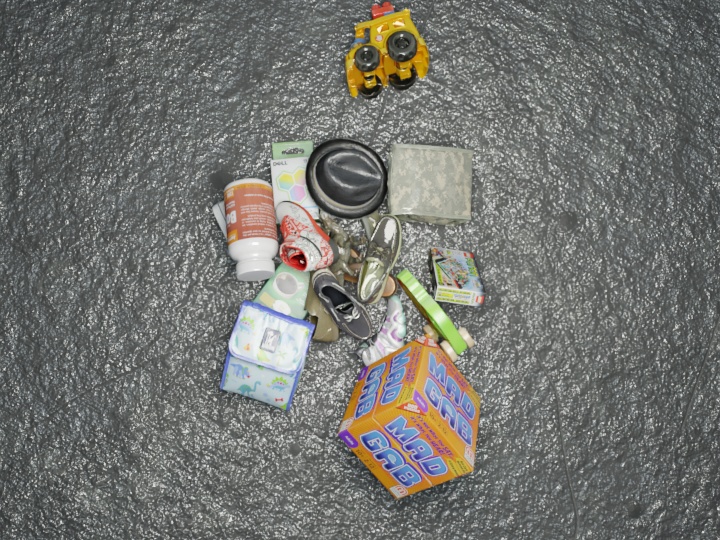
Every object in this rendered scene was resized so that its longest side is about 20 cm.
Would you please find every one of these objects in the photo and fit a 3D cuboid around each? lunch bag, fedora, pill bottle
[{"bbox_3d":[0.150,-0.195,1.351,0.195,0.117,0.169,4,85,-17],"label":"lunch bag"},{"bbox_3d":[-0.022,-0.208,1.295,0.195,0.091,0.206,1,88,-14],"label":"fedora"},{"bbox_3d":[-0.201,0.180,1.287,0.166,0.128,0.204,18,110,-2],"label":"lunch bag"},{"bbox_3d":[-0.237,-0.086,1.282,0.109,0.112,0.205,-7,75,-3],"label":"pill bottle"}]

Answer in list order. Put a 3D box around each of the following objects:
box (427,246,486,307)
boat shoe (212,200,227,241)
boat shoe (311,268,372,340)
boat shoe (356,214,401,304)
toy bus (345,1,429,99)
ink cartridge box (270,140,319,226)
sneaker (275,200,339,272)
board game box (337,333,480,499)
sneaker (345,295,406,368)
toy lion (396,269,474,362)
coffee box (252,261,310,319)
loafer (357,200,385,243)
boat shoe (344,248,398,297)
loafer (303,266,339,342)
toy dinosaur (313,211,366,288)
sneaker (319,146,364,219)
[{"bbox_3d":[0.211,0.010,1.314,0.107,0.201,0.035,8,117,-2],"label":"box"},{"bbox_3d":[-0.271,-0.076,1.363,0.065,0.072,0.203,-29,79,0],"label":"boat shoe"},{"bbox_3d":[-0.035,0.087,1.265,0.072,0.063,0.201,-36,116,3],"label":"boat shoe"},{"bbox_3d":[0.040,-0.022,1.284,0.070,0.066,0.206,19,96,11],"label":"boat shoe"},{"bbox_3d":[0.044,-0.531,1.387,0.195,0.136,0.196,-17,73,-1],"label":"toy bus"},{"bbox_3d":[-0.154,-0.210,1.380,0.101,0.059,0.206,-5,85,-1],"label":"ink cartridge box"},{"bbox_3d":[-0.143,-0.075,1.260,0.201,0.107,0.068,44,129,23],"label":"sneaker"},{"bbox_3d":[0.108,0.301,1.220,0.198,0.201,0.201,-32,107,31],"label":"board game box"},{"bbox_3d":[0.034,0.161,1.349,0.136,0.078,0.206,-1,85,-3],"label":"sneaker"},{"bbox_3d":[0.151,0.086,1.306,0.068,0.200,0.193,-36,106,-3],"label":"toy lion"},{"bbox_3d":[-0.161,0.053,1.366,0.122,0.044,0.202,36,85,-1],"label":"coffee box"},{"bbox_3d":[0.042,-0.101,1.371,0.068,0.075,0.204,-22,86,0],"label":"loafer"},{"bbox_3d":[0.000,0.000,1.365,0.198,0.070,0.071,35,101,11],"label":"boat shoe"},{"bbox_3d":[-0.092,0.070,1.312,0.066,0.076,0.205,-14,103,-23],"label":"loafer"},{"bbox_3d":[-0.045,-0.034,1.315,0.100,0.076,0.206,1,102,34],"label":"toy dinosaur"},{"bbox_3d":[-0.066,-0.218,1.388,0.103,0.076,0.203,26,82,16],"label":"sneaker"}]
